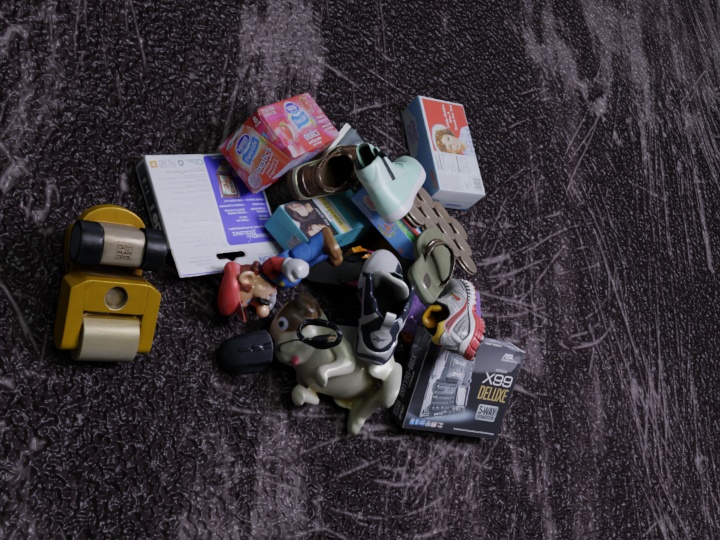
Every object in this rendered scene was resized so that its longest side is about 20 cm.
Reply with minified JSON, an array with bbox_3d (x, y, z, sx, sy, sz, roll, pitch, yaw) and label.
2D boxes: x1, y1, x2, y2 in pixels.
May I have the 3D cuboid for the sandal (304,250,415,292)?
[{"bbox_3d":[0.000,0.000,1.439,0.196,0.045,0.076,5,57,11],"label":"sandal"}]

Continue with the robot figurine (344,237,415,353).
[{"bbox_3d":[0.055,0.045,1.522,0.144,0.058,0.202,-19,79,-40],"label":"robot figurine"}]

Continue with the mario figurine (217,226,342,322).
[{"bbox_3d":[-0.115,0.021,1.328,0.198,0.124,0.107,-26,45,-3],"label":"mario figurine"}]

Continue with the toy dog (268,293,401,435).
[{"bbox_3d":[-0.044,0.119,1.363,0.198,0.139,0.196,30,52,-17],"label":"toy dog"}]

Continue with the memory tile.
[{"bbox_3d":[0.132,-0.085,1.599,0.199,0.017,0.155,39,26,-30],"label":"memory tile"}]

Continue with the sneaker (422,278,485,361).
[{"bbox_3d":[0.137,0.061,1.403,0.081,0.079,0.201,18,19,-11],"label":"sneaker"}]

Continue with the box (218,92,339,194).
[{"bbox_3d":[-0.126,-0.208,1.451,0.096,0.099,0.200,52,27,-2],"label":"box"}]

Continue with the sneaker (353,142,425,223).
[{"bbox_3d":[0.045,-0.172,1.469,0.119,0.073,0.201,57,22,-20],"label":"sneaker"}]

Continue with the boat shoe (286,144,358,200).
[{"bbox_3d":[-0.033,-0.159,1.460,0.202,0.074,0.076,-37,111,-52],"label":"boat shoe"}]

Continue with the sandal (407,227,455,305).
[{"bbox_3d":[0.121,-0.010,1.409,0.080,0.057,0.202,50,24,-15],"label":"sandal"}]

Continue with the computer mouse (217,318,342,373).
[{"bbox_3d":[-0.119,0.106,1.289,0.034,0.197,0.060,21,56,-68],"label":"computer mouse"}]

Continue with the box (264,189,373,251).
[{"bbox_3d":[-0.062,-0.077,1.466,0.083,0.049,0.199,50,33,11],"label":"box"}]

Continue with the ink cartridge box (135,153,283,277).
[{"bbox_3d":[-0.227,-0.084,1.392,0.196,0.043,0.203,-7,70,-39],"label":"ink cartridge box"}]

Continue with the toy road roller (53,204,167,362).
[{"bbox_3d":[-0.348,0.012,1.227,0.121,0.145,0.204,6,101,-33],"label":"toy road roller"}]

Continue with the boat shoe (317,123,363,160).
[{"bbox_3d":[-0.044,-0.178,1.555,0.061,0.073,0.201,38,46,-9],"label":"boat shoe"}]

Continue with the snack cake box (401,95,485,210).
[{"bbox_3d":[0.156,-0.223,1.725,0.113,0.067,0.203,3,65,-32],"label":"snack cake box"}]

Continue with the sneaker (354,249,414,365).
[{"bbox_3d":[0.041,0.023,1.313,0.078,0.130,0.201,20,49,-4],"label":"sneaker"}]

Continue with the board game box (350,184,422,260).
[{"bbox_3d":[0.064,-0.104,1.565,0.152,0.036,0.200,47,21,-7],"label":"board game box"}]

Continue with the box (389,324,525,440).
[{"bbox_3d":[0.160,0.185,1.475,0.197,0.050,0.160,13,100,-30],"label":"box"}]

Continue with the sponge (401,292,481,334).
[{"bbox_3d":[0.118,0.061,1.501,0.198,0.030,0.113,20,54,-28],"label":"sponge"}]
